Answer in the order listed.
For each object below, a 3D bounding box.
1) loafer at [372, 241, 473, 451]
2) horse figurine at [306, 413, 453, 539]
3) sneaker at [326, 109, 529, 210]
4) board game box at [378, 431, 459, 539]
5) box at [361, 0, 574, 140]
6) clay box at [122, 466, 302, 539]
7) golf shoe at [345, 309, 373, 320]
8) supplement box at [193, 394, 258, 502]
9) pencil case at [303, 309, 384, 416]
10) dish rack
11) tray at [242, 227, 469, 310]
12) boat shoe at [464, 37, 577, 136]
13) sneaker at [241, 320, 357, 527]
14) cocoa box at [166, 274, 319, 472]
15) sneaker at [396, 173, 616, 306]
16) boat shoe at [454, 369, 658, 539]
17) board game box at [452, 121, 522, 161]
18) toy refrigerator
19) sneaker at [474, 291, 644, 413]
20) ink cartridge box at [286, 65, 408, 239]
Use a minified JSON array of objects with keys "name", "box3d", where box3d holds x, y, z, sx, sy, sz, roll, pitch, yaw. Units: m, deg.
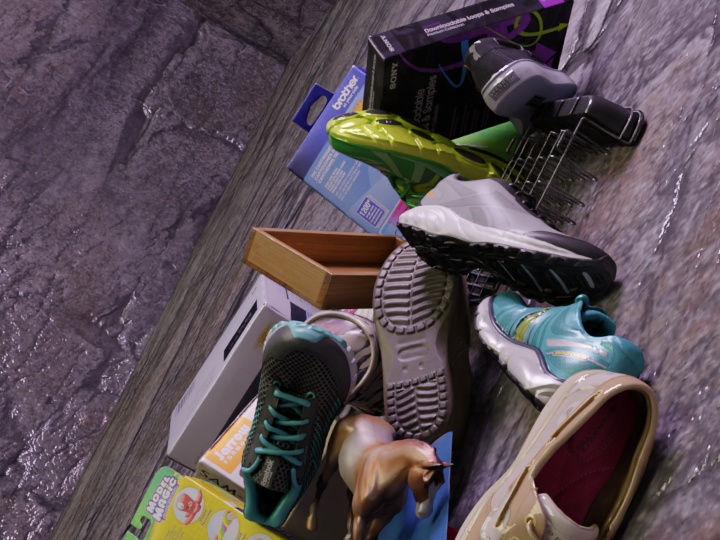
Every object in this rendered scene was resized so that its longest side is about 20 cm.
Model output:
[{"name":"loafer","box3d":[0.052,0.062,1.120,0.076,0.067,0.200,-6,55,18]},{"name":"horse figurine","box3d":[0.004,0.158,1.023,0.200,0.050,0.133,-125,50,-71]},{"name":"sneaker","box3d":[0.057,-0.082,1.247,0.084,0.200,0.074,-61,21,21]},{"name":"board game box","box3d":[0.041,0.215,0.982,0.158,0.039,0.200,-60,8,26]},{"name":"box","box3d":[0.096,-0.181,1.292,0.143,0.199,0.036,95,151,-52]},{"name":"clay box","box3d":[-0.105,0.251,1.121,0.115,0.200,0.048,-63,-30,0]},{"name":"golf shoe","box3d":[0.008,0.064,1.377,0.200,0.072,0.092,-54,15,20]},{"name":"supplement box","box3d":[-0.103,0.211,1.287,0.126,0.073,0.200,-49,-15,-42]},{"name":"pencil case","box3d":[-0.006,0.084,1.206,0.089,0.078,0.200,-27,-14,9]},{"name":"dish rack","box3d":[0.146,-0.056,1.167,0.200,0.054,0.153,-62,11,-3]},{"name":"tray","box3d":[0.000,0.000,1.232,0.099,0.200,0.037,30,107,35]},{"name":"boat shoe","box3d":[0.137,-0.169,1.244,0.070,0.066,0.200,-43,-14,18]},{"name":"sneaker","box3d":[-0.052,0.123,1.059,0.200,0.077,0.091,100,-175,-45]},{"name":"cocoa box","box3d":[-0.103,0.131,1.514,0.200,0.131,0.133,-57,12,10]},{"name":"sneaker","box3d":[0.113,-0.032,1.050,0.200,0.074,0.079,22,69,46]},{"name":"boat shoe","box3d":[0.108,0.143,0.794,0.200,0.074,0.069,-62,8,-13]},{"name":"board game box","box3d":[0.116,-0.146,1.390,0.030,0.095,0.200,92,-163,-58]},{"name":"toy refrigerator","box3d":[-0.042,0.229,1.180,0.200,0.076,0.070,-59,12,3]},{"name":"sneaker","box3d":[0.136,0.055,0.946,0.080,0.078,0.200,-40,19,1]},{"name":"ink cartridge box","box3d":[0.019,-0.121,1.471,0.137,0.200,0.076,-56,-26,12]}]
